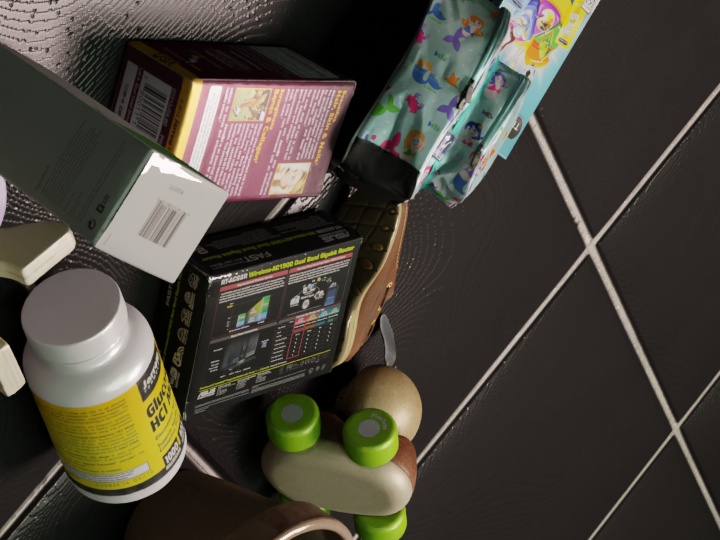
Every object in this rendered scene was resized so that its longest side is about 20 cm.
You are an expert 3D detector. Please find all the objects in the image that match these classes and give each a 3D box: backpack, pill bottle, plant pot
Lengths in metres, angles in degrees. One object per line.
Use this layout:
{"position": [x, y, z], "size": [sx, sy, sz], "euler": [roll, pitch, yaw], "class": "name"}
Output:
{"position": [0.067, -0.157, 1.747], "size": [0.178, 0.149, 0.201], "euler": [148, -36, -85], "class": "backpack"}
{"position": [-0.219, 0.096, 1.644], "size": [0.112, 0.112, 0.201], "euler": [-40, 143, -23], "class": "pill bottle"}
{"position": [-0.131, 0.279, 1.848], "size": [0.200, 0.174, 0.201], "euler": [-32, 139, -32], "class": "plant pot"}

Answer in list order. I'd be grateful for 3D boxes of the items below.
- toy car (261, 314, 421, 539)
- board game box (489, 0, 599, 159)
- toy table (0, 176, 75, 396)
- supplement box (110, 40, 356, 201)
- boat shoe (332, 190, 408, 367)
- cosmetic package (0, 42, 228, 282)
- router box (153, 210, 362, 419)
{"position": [-0.002, 0.146, 1.980], "size": [0.165, 0.156, 0.201], "euler": [84, 21, -48], "class": "toy car"}
{"position": [0.145, -0.225, 1.904], "size": [0.151, 0.047, 0.201], "euler": [25, 96, -56], "class": "board game box"}
{"position": [-0.318, 0.009, 1.448], "size": [0.200, 0.117, 0.184], "euler": [-49, 146, -14], "class": "toy table"}
{"position": [-0.110, -0.124, 1.628], "size": [0.199, 0.085, 0.111], "euler": [-6, 121, -49], "class": "supplement box"}
{"position": [0.000, 0.001, 1.889], "size": [0.067, 0.072, 0.201], "euler": [-16, 134, -52], "class": "boat shoe"}
{"position": [-0.209, -0.082, 1.436], "size": [0.085, 0.199, 0.107], "euler": [-57, 149, 3], "class": "cosmetic package"}
{"position": [-0.099, 0.038, 1.794], "size": [0.199, 0.062, 0.151], "euler": [-15, 129, -45], "class": "router box"}
